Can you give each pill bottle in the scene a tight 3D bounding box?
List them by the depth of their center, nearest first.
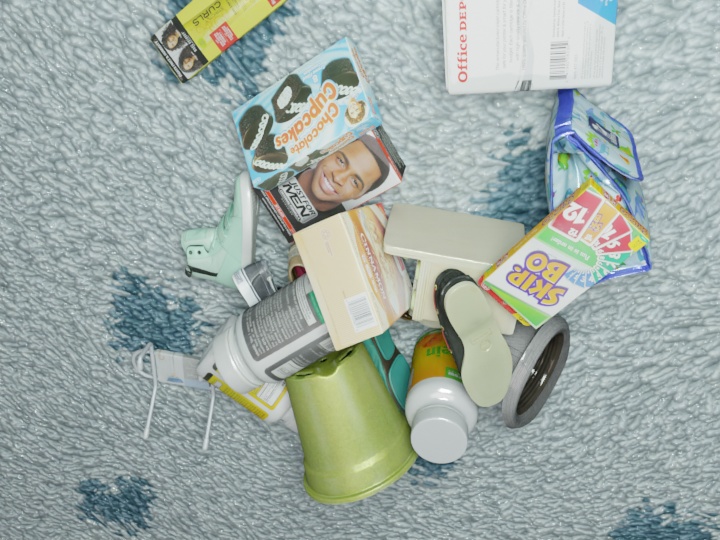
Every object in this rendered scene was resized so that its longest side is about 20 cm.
[{"bbox_3d":[-0.106,0.088,1.011,0.197,0.114,0.114,-30,111,16],"label":"pill bottle"},{"bbox_3d":[0.124,0.184,1.070,0.107,0.202,0.114,5,121,8],"label":"pill bottle"},{"bbox_3d":[-0.162,0.174,1.173,0.198,0.113,0.113,37,120,-11],"label":"pill bottle"}]

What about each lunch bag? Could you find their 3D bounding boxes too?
[{"bbox_3d":[0.284,-0.113,0.885,0.125,0.171,0.203,-19,114,25],"label":"lunch bag"}]

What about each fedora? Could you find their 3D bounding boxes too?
[{"bbox_3d":[0.235,0.137,1.062,0.089,0.199,0.180,28,90,29],"label":"fedora"}]

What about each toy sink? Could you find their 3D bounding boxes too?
[{"bbox_3d":[0.127,-0.002,1.005,0.194,0.131,0.115,10,122,4],"label":"toy sink"}]

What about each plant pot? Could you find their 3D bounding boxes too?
[{"bbox_3d":[-0.026,0.210,1.080,0.195,0.201,0.189,-15,107,19],"label":"plant pot"}]

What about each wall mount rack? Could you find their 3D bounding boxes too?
[{"bbox_3d":[-0.320,0.217,1.252,0.194,0.075,0.178,9,122,7],"label":"wall mount rack"}]

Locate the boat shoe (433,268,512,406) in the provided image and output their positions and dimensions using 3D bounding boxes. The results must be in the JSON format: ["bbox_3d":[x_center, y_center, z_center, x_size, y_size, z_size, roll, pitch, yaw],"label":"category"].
[{"bbox_3d":[0.150,0.090,0.945,0.072,0.063,0.205,-24,117,-3],"label":"boat shoe"}]

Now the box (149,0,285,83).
[{"bbox_3d":[-0.177,-0.331,0.924,0.197,0.050,0.076,-28,110,24],"label":"box"}]

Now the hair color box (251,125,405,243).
[{"bbox_3d":[-0.045,-0.132,1.005,0.197,0.062,0.103,-27,110,23],"label":"hair color box"}]

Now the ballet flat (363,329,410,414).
[{"bbox_3d":[0.032,0.145,1.154,0.069,0.068,0.204,-2,124,39],"label":"ballet flat"}]

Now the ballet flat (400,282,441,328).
[{"bbox_3d":[0.141,0.062,1.072,0.194,0.073,0.069,9,125,5],"label":"ballet flat"}]

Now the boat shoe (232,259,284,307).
[{"bbox_3d":[-0.130,0.057,1.113,0.067,0.072,0.202,-30,135,-4],"label":"boat shoe"}]

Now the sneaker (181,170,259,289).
[{"bbox_3d":[-0.214,-0.061,1.068,0.115,0.075,0.205,10,124,-2],"label":"sneaker"}]

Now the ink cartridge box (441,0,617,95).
[{"bbox_3d":[0.198,-0.297,0.847,0.194,0.086,0.150,0,119,12],"label":"ink cartridge box"}]

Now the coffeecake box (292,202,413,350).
[{"bbox_3d":[0.000,0.000,0.965,0.071,0.200,0.157,-20,93,19],"label":"coffeecake box"}]

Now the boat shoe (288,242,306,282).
[{"bbox_3d":[-0.066,0.055,1.110,0.072,0.070,0.203,-16,117,18],"label":"boat shoe"}]

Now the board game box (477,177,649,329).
[{"bbox_3d":[0.234,-0.010,0.850,0.095,0.030,0.200,39,129,-7],"label":"board game box"}]

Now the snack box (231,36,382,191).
[{"bbox_3d":[-0.074,-0.204,0.948,0.196,0.037,0.119,-26,74,23],"label":"snack box"}]
